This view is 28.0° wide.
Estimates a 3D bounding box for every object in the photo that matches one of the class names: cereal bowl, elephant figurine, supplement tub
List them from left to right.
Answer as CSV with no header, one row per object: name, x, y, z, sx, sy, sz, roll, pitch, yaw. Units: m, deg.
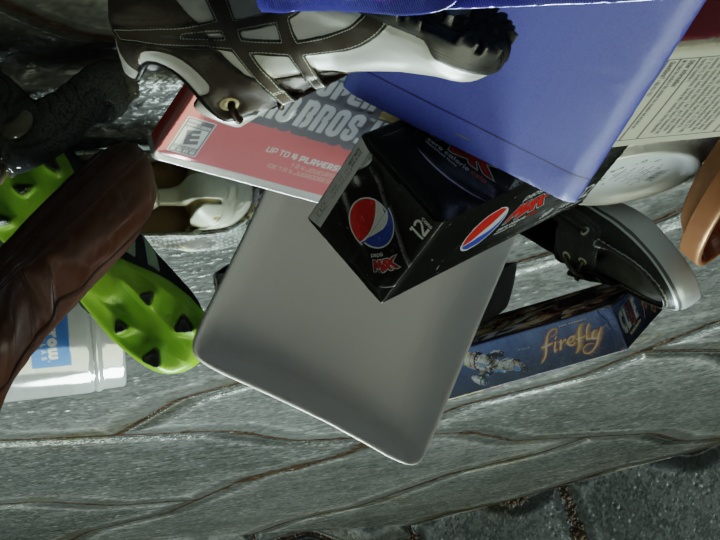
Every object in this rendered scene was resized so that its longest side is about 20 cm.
elephant figurine,-0.245,-0.064,0.783,0.141,0.200,0.155,-3,146,44
supplement tub,-0.277,0.033,1.054,0.199,0.132,0.132,-6,164,-11
cereal bowl,0.166,-0.097,0.938,0.199,0.084,0.200,-8,163,-2

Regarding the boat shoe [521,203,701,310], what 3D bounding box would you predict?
boat shoe,0.162,-0.020,1.029,0.057,0.200,0.069,-36,130,-8

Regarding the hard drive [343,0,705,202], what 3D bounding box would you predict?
hard drive,0.082,-0.129,0.653,0.132,0.025,0.200,27,138,0

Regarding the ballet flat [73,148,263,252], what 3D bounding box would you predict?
ballet flat,-0.131,-0.048,0.952,0.200,0.072,0.072,-2,163,-21

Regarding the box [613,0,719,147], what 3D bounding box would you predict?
box,0.218,-0.144,0.754,0.199,0.109,0.128,-7,163,-10

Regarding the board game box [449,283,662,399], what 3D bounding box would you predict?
board game box,0.115,0.055,1.079,0.200,0.035,0.135,-18,-176,24

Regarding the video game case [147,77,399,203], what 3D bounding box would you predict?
video game case,-0.001,-0.113,0.738,0.143,0.017,0.200,14,131,-33

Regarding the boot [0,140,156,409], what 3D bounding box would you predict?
boot,-0.186,0.037,0.784,0.064,0.200,0.187,32,129,-3

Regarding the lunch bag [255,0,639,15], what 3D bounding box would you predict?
lunch bag,0.022,-0.174,0.520,0.199,0.094,0.151,-4,135,17

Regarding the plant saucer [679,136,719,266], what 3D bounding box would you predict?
plant saucer,0.268,-0.091,0.927,0.200,0.032,0.200,-45,161,-20

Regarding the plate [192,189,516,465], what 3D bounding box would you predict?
plate,0.000,0.000,0.923,0.199,0.200,0.032,30,167,-35

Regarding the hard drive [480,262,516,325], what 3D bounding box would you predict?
hard drive,0.021,0.036,1.106,0.135,0.042,0.200,-6,-171,40

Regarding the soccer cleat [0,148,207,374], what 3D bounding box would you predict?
soccer cleat,-0.168,-0.017,0.886,0.067,0.200,0.081,-40,-175,3

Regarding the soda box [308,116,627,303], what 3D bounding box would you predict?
soda box,0.068,-0.055,0.785,0.200,0.063,0.071,-26,159,-46

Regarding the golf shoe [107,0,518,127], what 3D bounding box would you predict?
golf shoe,-0.026,-0.105,0.648,0.200,0.095,0.078,20,-150,22

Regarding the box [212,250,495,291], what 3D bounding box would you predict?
box,0.004,-0.006,1.099,0.199,0.050,0.199,-10,-174,7
